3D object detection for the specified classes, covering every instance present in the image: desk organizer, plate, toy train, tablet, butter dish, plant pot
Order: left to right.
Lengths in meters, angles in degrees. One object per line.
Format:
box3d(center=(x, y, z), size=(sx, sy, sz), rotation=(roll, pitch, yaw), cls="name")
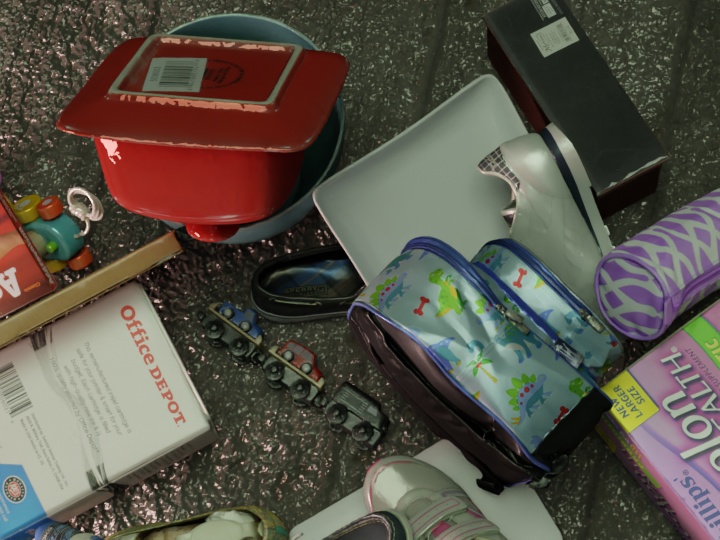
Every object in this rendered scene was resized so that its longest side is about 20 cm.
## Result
box3d(center=(-0.321, -0.069, 1.442), size=(0.200, 0.150, 0.056), rotation=(35, 56, 11), cls="toy train")
box3d(center=(-0.119, -0.092, 1.299), size=(0.199, 0.148, 0.200), rotation=(6, 29, 7), cls="butter dish")
box3d(center=(-0.106, -0.105, 1.443), size=(0.199, 0.135, 0.201), rotation=(-2, 71, 5), cls="plant pot")
box3d(center=(-0.058, 0.085, 1.425), size=(0.200, 0.034, 0.046), rotation=(33, 73, 15), cls="toy train")
box3d(center=(0.054, 0.224, 1.376), size=(0.200, 0.014, 0.130), rotation=(-30, 70, -6), cls="tablet")
box3d(center=(0.081, -0.035, 1.408), size=(0.200, 0.032, 0.200), rotation=(-35, 102, -16), cls="plate")
box3d(center=(0.188, -0.148, 1.461), size=(0.072, 0.077, 0.200), rotation=(-28, 70, -5), cls="desk organizer")

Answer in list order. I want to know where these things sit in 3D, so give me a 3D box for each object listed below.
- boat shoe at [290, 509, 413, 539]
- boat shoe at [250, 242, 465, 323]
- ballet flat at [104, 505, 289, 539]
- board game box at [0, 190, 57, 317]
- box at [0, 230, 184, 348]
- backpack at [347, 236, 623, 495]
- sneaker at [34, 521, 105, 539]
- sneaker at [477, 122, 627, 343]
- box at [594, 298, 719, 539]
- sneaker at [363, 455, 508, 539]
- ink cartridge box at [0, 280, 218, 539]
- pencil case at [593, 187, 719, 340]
box3d(center=(-0.044, 0.259, 1.312), size=(0.200, 0.062, 0.075), rotation=(-39, 52, 16), cls="boat shoe")
box3d(center=(0.000, 0.000, 1.431), size=(0.199, 0.066, 0.070), rotation=(-6, 71, 2), cls="boat shoe")
box3d(center=(-0.159, 0.236, 1.364), size=(0.199, 0.071, 0.071), rotation=(-13, 70, 1), cls="ballet flat")
box3d(center=(-0.375, 0.015, 1.434), size=(0.200, 0.019, 0.103), rotation=(-27, 105, 11), cls="board game box")
box3d(center=(-0.242, 0.021, 1.401), size=(0.200, 0.163, 0.021), rotation=(-29, 94, -5), cls="box")
box3d(center=(0.096, 0.060, 1.303), size=(0.200, 0.183, 0.147), rotation=(42, 77, -1), cls="backpack")
box3d(center=(-0.267, 0.298, 1.348), size=(0.085, 0.077, 0.200), rotation=(27, 92, 38), cls="sneaker")
box3d(center=(0.170, -0.023, 1.397), size=(0.080, 0.076, 0.200), rotation=(-25, 100, -2), cls="sneaker")
box3d(center=(0.319, 0.121, 1.343), size=(0.200, 0.097, 0.176), rotation=(-35, 71, -7), cls="box")
box3d(center=(0.079, 0.221, 1.320), size=(0.081, 0.088, 0.200), rotation=(-44, 72, -10), cls="sneaker")
box3d(center=(-0.240, 0.122, 1.396), size=(0.200, 0.084, 0.146), rotation=(-27, 77, -6), cls="ink cartridge box")
box3d(center=(0.284, -0.011, 1.364), size=(0.200, 0.084, 0.085), rotation=(-28, 40, -33), cls="pencil case")
